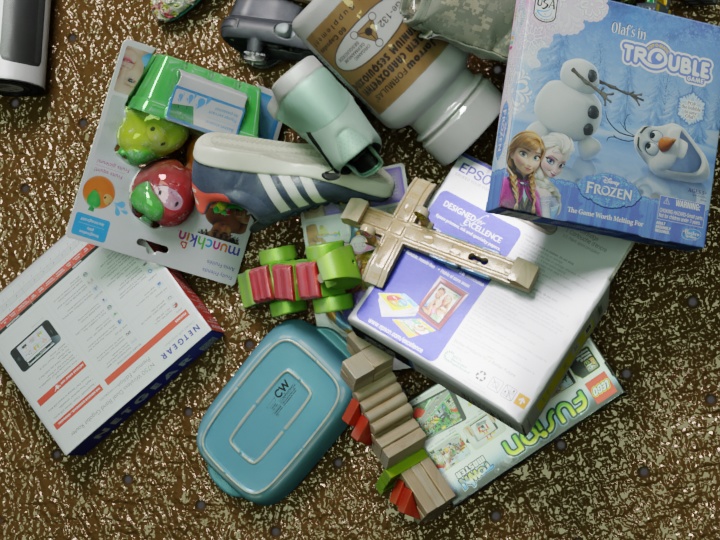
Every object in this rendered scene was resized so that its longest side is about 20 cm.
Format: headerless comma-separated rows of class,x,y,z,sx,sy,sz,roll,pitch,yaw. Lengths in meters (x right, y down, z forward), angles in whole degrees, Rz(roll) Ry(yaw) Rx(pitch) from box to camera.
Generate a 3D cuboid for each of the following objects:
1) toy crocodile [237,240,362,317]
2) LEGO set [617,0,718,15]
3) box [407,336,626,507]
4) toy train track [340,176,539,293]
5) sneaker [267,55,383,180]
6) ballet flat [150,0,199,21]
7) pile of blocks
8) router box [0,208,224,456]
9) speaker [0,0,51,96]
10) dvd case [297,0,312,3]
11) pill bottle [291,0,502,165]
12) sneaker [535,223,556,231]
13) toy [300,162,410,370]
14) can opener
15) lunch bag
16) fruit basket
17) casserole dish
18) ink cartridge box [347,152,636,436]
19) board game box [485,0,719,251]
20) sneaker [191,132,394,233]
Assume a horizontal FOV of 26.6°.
toy crocodile,-0.063,0.009,1.464,0.199,0.061,0.069,-7,92,52
LEGO set,0.272,-0.252,1.464,0.152,0.115,0.203,-4,77,41
box,0.144,0.127,1.463,0.199,0.035,0.111,-34,78,6
toy train track,0.069,-0.028,1.394,0.198,0.033,0.116,21,71,23
sneaker,-0.030,-0.133,1.458,0.073,0.200,0.119,-37,90,2
ballet flat,-0.154,-0.340,1.556,0.199,0.064,0.076,-40,51,13
pile of blocks,0.017,0.157,1.446,0.062,0.082,0.202,-26,94,-25
router box,-0.269,0.057,1.553,0.199,0.049,0.180,-39,77,5
speaker,-0.365,-0.291,1.601,0.080,0.081,0.203,2,83,12
dvd case,-0.008,-0.336,1.556,0.197,0.016,0.151,16,80,14
pill bottle,0.040,-0.201,1.446,0.114,0.114,0.200,-45,98,3
sneaker,0.143,-0.040,1.463,0.199,0.076,0.116,-34,79,9
toy,0.000,0.000,1.503,0.113,0.047,0.203,-10,81,13
can opener,-0.047,-0.231,1.533,0.197,0.063,0.080,14,86,14
lunch bag,0.133,-0.290,1.394,0.162,0.117,0.203,16,91,-20
fruit basket,-0.176,-0.104,1.504,0.183,0.094,0.203,18,85,-22
casserole dish,-0.083,0.142,1.495,0.121,0.039,0.201,41,100,9
ink cartridge box,0.122,0.018,1.400,0.196,0.047,0.201,29,73,25
board game box,0.221,-0.134,1.344,0.197,0.043,0.202,10,84,-14
sneaker,-0.068,-0.076,1.475,0.197,0.075,0.086,9,112,-6
